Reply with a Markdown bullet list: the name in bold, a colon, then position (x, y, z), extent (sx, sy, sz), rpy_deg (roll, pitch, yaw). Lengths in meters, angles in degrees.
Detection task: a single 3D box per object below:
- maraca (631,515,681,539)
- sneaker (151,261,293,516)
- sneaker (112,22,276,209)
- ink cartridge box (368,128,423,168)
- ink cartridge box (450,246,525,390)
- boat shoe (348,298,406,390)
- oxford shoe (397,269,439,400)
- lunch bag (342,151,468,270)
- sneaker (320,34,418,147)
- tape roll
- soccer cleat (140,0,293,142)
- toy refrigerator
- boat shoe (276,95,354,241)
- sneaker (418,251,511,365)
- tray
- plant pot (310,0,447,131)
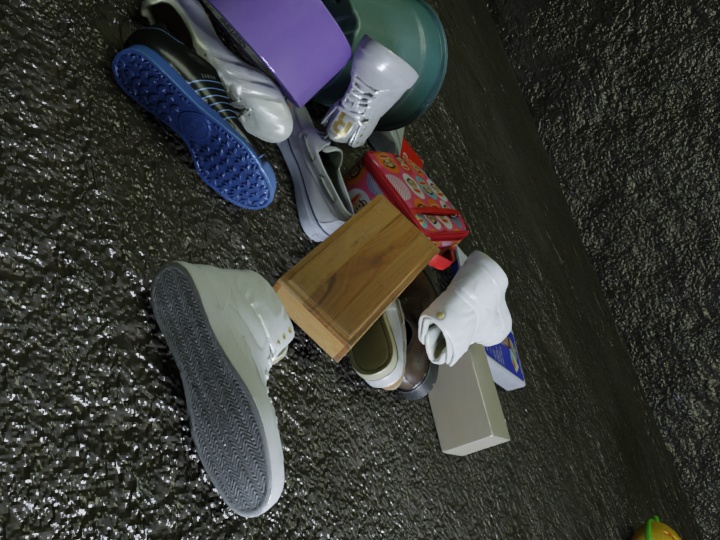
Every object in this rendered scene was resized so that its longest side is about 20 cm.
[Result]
- **maraca**: position (0.625, 0.585, 1.518), extent (0.200, 0.106, 0.138), rpy_deg (7, 69, -62)
- **sneaker**: position (-0.085, 0.085, 0.589), extent (0.115, 0.073, 0.201), rpy_deg (1, 65, -60)
- **sneaker**: position (-0.147, -0.152, 0.709), extent (0.200, 0.070, 0.078), rpy_deg (50, 35, -28)
- **ink cartridge box**: position (0.065, -0.231, 1.234), extent (0.200, 0.050, 0.163), rpy_deg (49, 29, -25)
- **ink cartridge box**: position (0.202, 0.081, 1.226), extent (0.200, 0.047, 0.199), rpy_deg (35, 39, -45)
- **boat shoe**: position (0.011, 0.046, 0.850), extent (0.068, 0.074, 0.201), rpy_deg (54, 25, -52)
- **oxford shoe**: position (0.057, 0.056, 0.921), extent (0.084, 0.072, 0.201), rpy_deg (44, 32, -34)
- **lunch bag**: position (0.069, -0.077, 1.016), extent (0.177, 0.082, 0.200), rpy_deg (54, 23, 13)
- **sneaker**: position (0.005, -0.194, 0.838), extent (0.074, 0.116, 0.200), rpy_deg (37, 6, 2)
- **tape roll**: position (-0.105, -0.282, 0.799), extent (0.200, 0.085, 0.200), rpy_deg (47, 1, -1)
- **soccer cleat**: position (-0.152, -0.208, 0.765), extent (0.200, 0.069, 0.078), rpy_deg (49, 33, -16)
- **toy refrigerator**: position (0.133, 0.141, 0.989), extent (0.070, 0.076, 0.201), rpy_deg (27, 43, -53)
- **boat shoe**: position (-0.050, -0.134, 0.890), extent (0.073, 0.067, 0.201), rpy_deg (14, 54, -60)
- **sneaker**: position (0.118, 0.067, 0.868), extent (0.074, 0.116, 0.200), rpy_deg (37, -13, 27)
- **tray**: position (0.000, 0.000, 0.788), extent (0.099, 0.037, 0.200), rpy_deg (43, 46, 3)
- **plant pot**: position (-0.013, -0.302, 0.994), extent (0.196, 0.200, 0.201), rpy_deg (-5, 71, -56)
